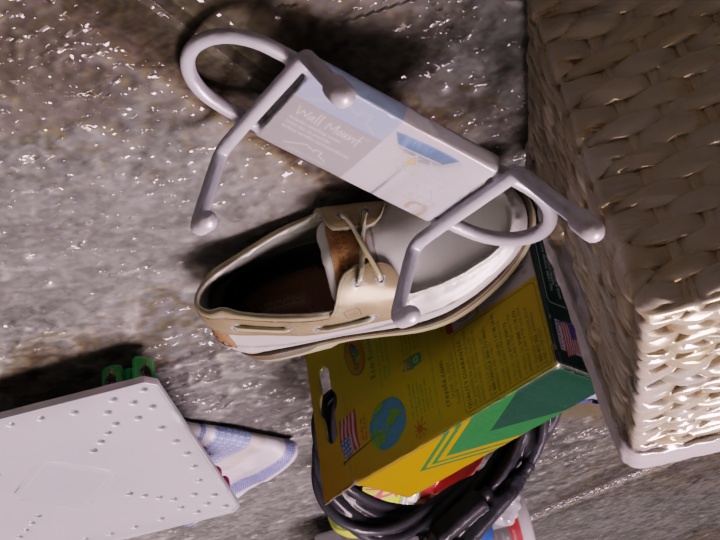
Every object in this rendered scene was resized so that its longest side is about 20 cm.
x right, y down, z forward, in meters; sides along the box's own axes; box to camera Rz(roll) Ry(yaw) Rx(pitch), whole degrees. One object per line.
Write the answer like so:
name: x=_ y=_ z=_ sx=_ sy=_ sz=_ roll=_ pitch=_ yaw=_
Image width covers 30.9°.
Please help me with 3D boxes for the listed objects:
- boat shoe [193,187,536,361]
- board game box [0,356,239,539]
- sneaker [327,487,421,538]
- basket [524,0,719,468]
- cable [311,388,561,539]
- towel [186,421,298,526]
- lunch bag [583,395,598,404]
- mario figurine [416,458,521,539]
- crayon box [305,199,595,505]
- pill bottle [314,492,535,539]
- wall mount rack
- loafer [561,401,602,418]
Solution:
boat shoe: x=0.000 y=0.000 z=0.725 sx=0.198 sy=0.076 sz=0.068 roll=-24 pitch=157 yaw=19
board game box: x=-0.204 y=0.137 z=0.897 sx=0.198 sy=0.026 sz=0.201 roll=-14 pitch=144 yaw=4
sneaker: x=0.007 y=0.138 z=0.993 sx=0.089 sy=0.079 sz=0.201 roll=2 pitch=137 yaw=-29
basket: x=0.186 y=-0.042 z=0.611 sx=0.198 sy=0.200 sz=0.161 roll=-16 pitch=149 yaw=4
cable: x=0.057 y=0.103 z=0.904 sx=0.163 sy=0.051 sz=0.200 roll=41 pitch=91 yaw=-20
towel: x=-0.159 y=0.154 z=0.991 sx=0.146 sy=0.024 sz=0.199 roll=-34 pitch=147 yaw=31
lunch bag: x=0.182 y=0.018 z=0.811 sx=0.200 sy=0.076 sz=0.160 roll=-40 pitch=160 yaw=26
mario figurine: x=0.094 y=0.212 z=1.074 sx=0.105 sy=0.124 sz=0.202 roll=-21 pitch=120 yaw=-5
crayon box: x=0.049 y=0.050 z=0.783 sx=0.050 sy=0.128 sz=0.199 roll=20 pitch=139 yaw=-38
pill bottle: x=0.064 y=0.270 z=1.218 sx=0.198 sy=0.115 sz=0.114 roll=-15 pitch=153 yaw=1
wall mount rack: x=0.013 y=-0.041 z=0.570 sx=0.198 sy=0.075 sz=0.174 roll=25 pitch=152 yaw=-18
loafer: x=0.179 y=0.077 z=0.962 sx=0.075 sy=0.070 sz=0.200 roll=12 pitch=142 yaw=-41
